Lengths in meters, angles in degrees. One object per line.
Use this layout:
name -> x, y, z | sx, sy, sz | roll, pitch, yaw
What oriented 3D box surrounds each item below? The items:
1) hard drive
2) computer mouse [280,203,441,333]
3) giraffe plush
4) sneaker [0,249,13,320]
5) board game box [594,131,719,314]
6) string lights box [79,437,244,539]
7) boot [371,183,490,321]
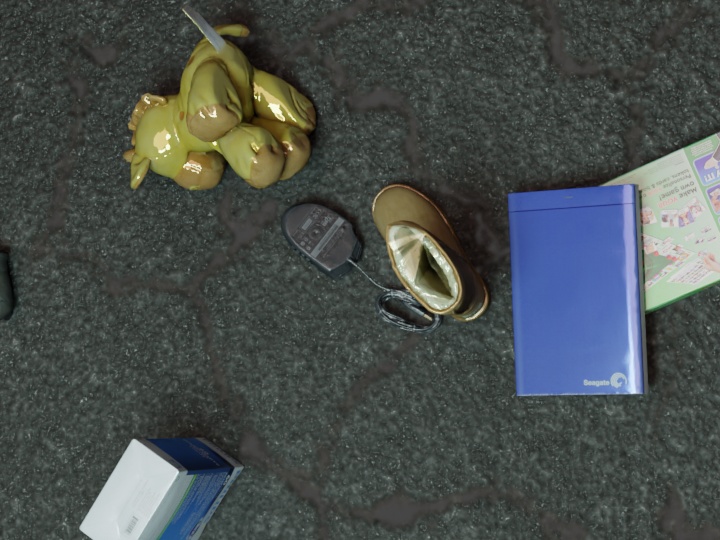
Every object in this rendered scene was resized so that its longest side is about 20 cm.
hard drive -> 0.212, 0.021, 1.556 | 0.131, 0.025, 0.202 | -3, 89, 27
computer mouse -> 0.000, 0.000, 1.635 | 0.200, 0.034, 0.059 | 40, 78, 9
giraffe plush -> -0.166, -0.147, 1.636 | 0.162, 0.172, 0.201 | -38, 87, 30
sneaker -> -0.469, 0.040, 1.728 | 0.198, 0.076, 0.092 | -16, 88, 15
board game box -> 0.325, -0.050, 1.553 | 0.199, 0.029, 0.136 | -23, 80, 11
string lights box -> -0.192, 0.224, 1.571 | 0.059, 0.200, 0.103 | 33, 92, 14
boot -> 0.057, -0.026, 1.530 | 0.066, 0.200, 0.175 | -43, 77, 7
